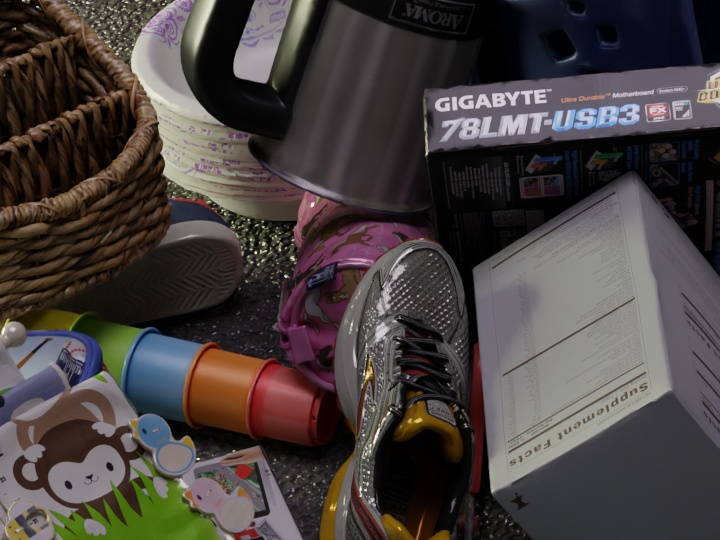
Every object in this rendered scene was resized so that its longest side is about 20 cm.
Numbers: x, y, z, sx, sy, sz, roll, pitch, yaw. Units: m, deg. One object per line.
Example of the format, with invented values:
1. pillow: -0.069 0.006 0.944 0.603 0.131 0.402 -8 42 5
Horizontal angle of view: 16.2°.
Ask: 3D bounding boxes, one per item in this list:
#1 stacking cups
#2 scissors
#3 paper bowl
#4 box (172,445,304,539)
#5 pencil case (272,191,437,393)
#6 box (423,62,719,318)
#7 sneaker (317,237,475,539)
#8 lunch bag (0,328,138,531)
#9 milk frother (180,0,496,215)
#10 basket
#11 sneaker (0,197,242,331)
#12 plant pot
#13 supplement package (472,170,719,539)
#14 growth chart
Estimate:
1. stacking cups: -0.109 0.059 1.450 0.199 0.061 0.061 9 37 22
2. scissors: 0.058 0.130 1.350 0.014 0.073 0.201 6 59 -4
3. paper bowl: -0.044 -0.108 1.646 0.199 0.105 0.201 -4 34 3
4. box: -0.074 0.173 1.302 0.109 0.035 0.200 -14 35 -11
5. pencil case: 0.000 0.000 1.469 0.086 0.083 0.200 33 19 -9
6. box: 0.140 -0.041 1.436 0.197 0.200 0.050 -6 61 4
7. sneaker: 0.032 0.075 1.317 0.077 0.082 0.201 14 63 -21
8. lunch bag: -0.222 0.107 1.355 0.199 0.076 0.161 -4 42 27
9. milk frother: -0.013 -0.164 1.490 0.180 0.189 0.200 17 19 -8
10. basket: -0.208 -0.066 1.427 0.142 0.150 0.200 16 30 39
11. sneaker: -0.175 -0.005 1.553 0.199 0.075 0.085 -6 30 -11
12. plant pot: 0.153 -0.140 1.586 0.179 0.201 0.200 -1 33 21
13. supplement package: 0.136 0.063 1.326 0.113 0.110 0.200 -32 29 20
14. growth chart: -0.144 0.115 1.270 0.200 0.018 0.145 41 55 5
